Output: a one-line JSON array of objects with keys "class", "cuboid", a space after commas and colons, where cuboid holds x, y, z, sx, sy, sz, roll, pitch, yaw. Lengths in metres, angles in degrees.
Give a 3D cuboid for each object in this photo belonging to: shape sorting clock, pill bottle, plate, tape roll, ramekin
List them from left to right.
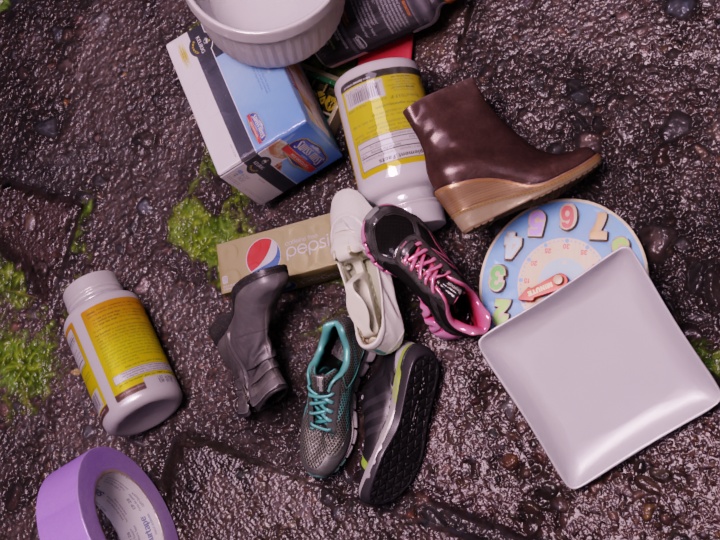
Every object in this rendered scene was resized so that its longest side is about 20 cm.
[{"class": "tape roll", "cuboid": [-0.300, 0.318, 1.377, 0.065, 0.200, 0.202, -30, 69, 14]}, {"class": "pill bottle", "cuboid": [-0.315, 0.104, 1.481, 0.108, 0.109, 0.202, -34, 68, 12]}, {"class": "ramekin", "cuboid": [-0.107, -0.334, 1.335, 0.196, 0.105, 0.204, -2, 69, 4]}, {"class": "pill bottle", "cuboid": [0.029, -0.336, 1.418, 0.197, 0.106, 0.108, -19, 72, 20]}, {"class": "pill bottle", "cuboid": [0.041, -0.144, 1.383, 0.110, 0.111, 0.204, -16, 79, 18]}, {"class": "shape sorting clock", "cuboid": [0.231, 0.014, 1.313, 0.196, 0.039, 0.204, -5, 77, 21]}, {"class": "plate", "cuboid": [0.261, 0.106, 1.254, 0.198, 0.032, 0.202, -33, 91, 11]}]

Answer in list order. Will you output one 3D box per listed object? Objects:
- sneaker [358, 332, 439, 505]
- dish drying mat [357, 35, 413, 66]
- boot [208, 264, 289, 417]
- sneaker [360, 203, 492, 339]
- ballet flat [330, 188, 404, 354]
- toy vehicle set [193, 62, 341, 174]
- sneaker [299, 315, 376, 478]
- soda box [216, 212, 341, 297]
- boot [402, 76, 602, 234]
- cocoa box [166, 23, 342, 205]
[{"class": "sneaker", "cuboid": [0.035, 0.175, 1.356, 0.082, 0.071, 0.203, 13, 82, 48]}, {"class": "dish drying mat", "cuboid": [0.038, -0.327, 1.481, 0.075, 0.018, 0.204, 2, 80, 24]}, {"class": "boot", "cuboid": [-0.115, 0.089, 1.388, 0.133, 0.069, 0.201, 66, 149, 21]}, {"class": "sneaker", "cuboid": [0.081, 0.004, 1.293, 0.079, 0.200, 0.095, -46, 22, -8]}, {"class": "ballet flat", "cuboid": [0.000, 0.000, 1.330, 0.068, 0.069, 0.203, -18, 83, 17]}, {"class": "toy vehicle set", "cuboid": [-0.115, -0.221, 1.515, 0.198, 0.026, 0.126, 25, 88, 25]}, {"class": "sneaker", "cuboid": [-0.041, 0.145, 1.368, 0.076, 0.091, 0.204, 9, 82, 24]}, {"class": "soda box", "cuboid": [-0.079, -0.018, 1.435, 0.197, 0.064, 0.069, -14, 73, 20]}, {"class": "boot", "cuboid": [0.165, -0.151, 1.319, 0.197, 0.072, 0.169, -22, 81, -8]}, {"class": "cocoa box", "cuboid": [-0.131, -0.212, 1.430, 0.130, 0.133, 0.202, -29, 69, 11]}]
